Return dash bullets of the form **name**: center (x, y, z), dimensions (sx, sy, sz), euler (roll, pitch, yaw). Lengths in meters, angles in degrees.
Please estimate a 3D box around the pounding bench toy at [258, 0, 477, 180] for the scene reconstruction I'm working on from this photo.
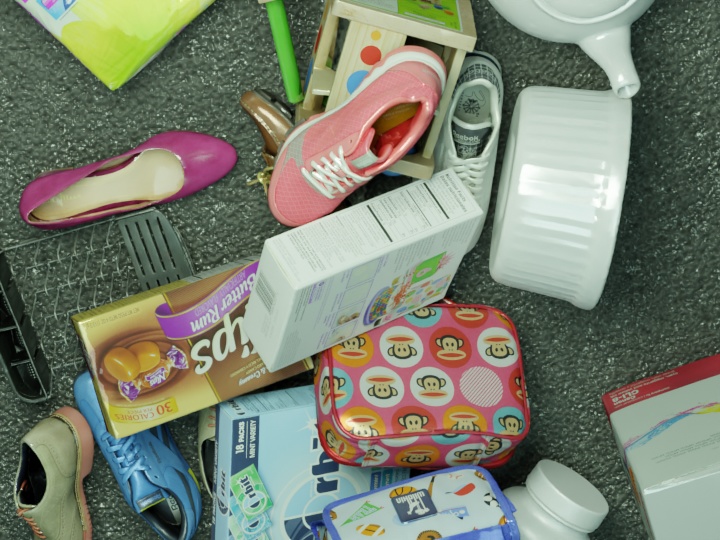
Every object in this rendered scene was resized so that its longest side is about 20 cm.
- **pounding bench toy**: center (-0.018, -0.181, 1.444), dimensions (0.199, 0.124, 0.156), euler (14, 118, -9)

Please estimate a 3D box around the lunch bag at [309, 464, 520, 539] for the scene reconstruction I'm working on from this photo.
- **lunch bag**: center (0.049, 0.255, 1.515), dimensions (0.169, 0.200, 0.124), euler (-13, 82, -9)

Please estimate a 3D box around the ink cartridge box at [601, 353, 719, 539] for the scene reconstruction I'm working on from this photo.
- **ink cartridge box**: center (0.336, 0.201, 1.586), dimensions (0.144, 0.200, 0.146), euler (-19, 112, 4)

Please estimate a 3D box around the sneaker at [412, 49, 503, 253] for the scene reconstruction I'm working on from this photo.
- **sneaker**: center (0.092, -0.100, 1.516), dimensions (0.076, 0.081, 0.201), euler (1, 113, -6)

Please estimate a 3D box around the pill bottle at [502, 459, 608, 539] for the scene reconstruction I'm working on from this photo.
- **pill bottle**: center (0.160, 0.294, 1.661), dimensions (0.113, 0.113, 0.200), euler (29, 107, -14)

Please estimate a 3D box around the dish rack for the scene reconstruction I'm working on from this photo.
- **dish rack**: center (-0.254, 0.028, 1.557), dimensions (0.199, 0.055, 0.154), euler (-15, 113, 6)

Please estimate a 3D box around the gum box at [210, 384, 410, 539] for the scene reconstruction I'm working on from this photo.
- **gum box**: center (-0.046, 0.196, 1.606), dimensions (0.199, 0.045, 0.171), euler (-7, 114, -26)

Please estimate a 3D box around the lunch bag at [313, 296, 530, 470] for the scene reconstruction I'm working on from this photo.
- **lunch bag**: center (0.055, 0.096, 1.553), dimensions (0.199, 0.177, 0.082), euler (3, 148, -13)

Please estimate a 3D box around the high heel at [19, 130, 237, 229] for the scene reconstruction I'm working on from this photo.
- **high heel**: center (-0.210, -0.075, 1.498), dimensions (0.199, 0.096, 0.068), euler (-15, 112, 3)

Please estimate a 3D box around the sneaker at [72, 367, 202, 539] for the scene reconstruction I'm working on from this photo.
- **sneaker**: center (-0.217, 0.184, 1.613), dimensions (0.066, 0.078, 0.200), euler (-27, 110, 9)

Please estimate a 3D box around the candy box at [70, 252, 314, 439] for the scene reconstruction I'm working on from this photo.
- **candy box**: center (-0.155, 0.068, 1.526), dimensions (0.199, 0.056, 0.117), euler (-18, 99, -15)

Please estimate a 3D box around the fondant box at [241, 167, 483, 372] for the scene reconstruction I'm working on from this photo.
- **fondant box**: center (0.000, 0.000, 1.473), dimensions (0.199, 0.058, 0.144), euler (-21, 154, -26)

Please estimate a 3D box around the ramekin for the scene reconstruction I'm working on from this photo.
- **ramekin**: center (0.177, -0.070, 1.474), dimensions (0.097, 0.201, 0.201), euler (9, 111, 1)

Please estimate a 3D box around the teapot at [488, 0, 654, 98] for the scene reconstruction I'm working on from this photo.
- **teapot**: center (0.187, -0.284, 1.412), dimensions (0.199, 0.146, 0.198), euler (24, 108, -11)

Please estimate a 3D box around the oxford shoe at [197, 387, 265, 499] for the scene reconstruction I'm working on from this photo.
- **oxford shoe**: center (-0.126, 0.130, 1.597), dimensions (0.070, 0.075, 0.201), euler (-1, 111, 0)

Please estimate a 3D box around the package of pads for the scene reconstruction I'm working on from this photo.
- **package of pads**: center (-0.198, -0.274, 1.434), dimensions (0.200, 0.068, 0.154), euler (-43, 108, 13)

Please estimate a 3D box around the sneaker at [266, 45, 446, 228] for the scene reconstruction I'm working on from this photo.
- **sneaker**: center (-0.009, -0.103, 1.367), dimensions (0.074, 0.087, 0.200), euler (38, 112, -19)

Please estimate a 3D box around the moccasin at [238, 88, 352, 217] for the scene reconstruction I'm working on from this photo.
- **moccasin**: center (-0.060, -0.078, 1.524), dimensions (0.078, 0.074, 0.202), euler (-30, 120, 0)

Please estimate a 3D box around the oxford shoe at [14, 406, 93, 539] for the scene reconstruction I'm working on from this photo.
- **oxford shoe**: center (-0.311, 0.231, 1.608), dimensions (0.070, 0.075, 0.201), euler (21, 119, 33)
